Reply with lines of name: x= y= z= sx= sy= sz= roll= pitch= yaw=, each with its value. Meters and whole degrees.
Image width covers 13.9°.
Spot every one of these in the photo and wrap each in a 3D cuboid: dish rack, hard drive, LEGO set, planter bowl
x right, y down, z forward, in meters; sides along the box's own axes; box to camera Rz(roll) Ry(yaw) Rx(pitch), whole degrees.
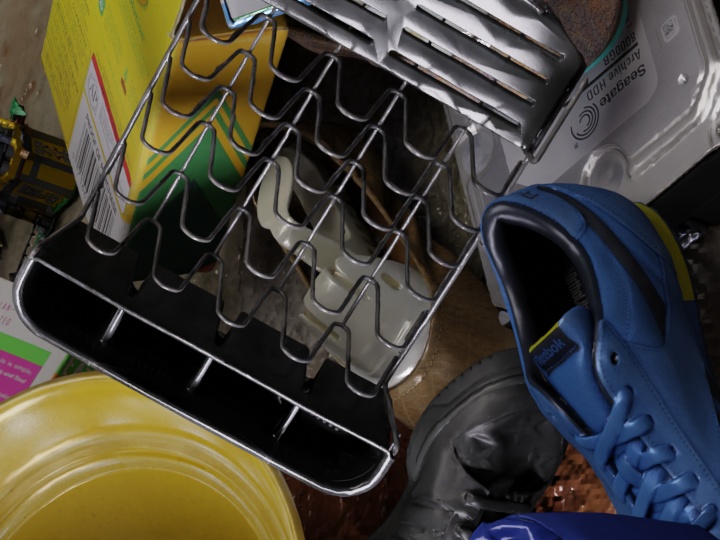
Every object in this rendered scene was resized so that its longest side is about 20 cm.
dish rack: x=-0.018 y=-0.034 z=1.060 sx=0.200 sy=0.153 sz=0.055 roll=-59 pitch=7 yaw=27
hard drive: x=0.087 y=-0.091 z=1.126 sx=0.140 sy=0.038 sz=0.201 roll=-40 pitch=47 yaw=35
LEGO set: x=-0.236 y=-0.009 z=1.434 sx=0.154 sy=0.116 sz=0.201 roll=36 pitch=104 yaw=52
planter bowl: x=-0.092 y=0.146 z=1.141 sx=0.200 sy=0.083 sz=0.201 roll=-9 pitch=68 yaw=23

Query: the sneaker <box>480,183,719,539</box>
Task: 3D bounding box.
sneaker: x=0.095 y=0.058 z=0.997 sx=0.066 sy=0.078 sz=0.201 roll=-40 pitch=61 yaw=32

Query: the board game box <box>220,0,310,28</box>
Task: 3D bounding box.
board game box: x=-0.006 y=-0.206 z=1.064 sx=0.153 sy=0.040 sz=0.201 roll=-17 pitch=93 yaw=14

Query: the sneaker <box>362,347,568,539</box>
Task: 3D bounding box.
sneaker: x=0.032 y=0.132 z=1.083 sx=0.200 sy=0.060 sz=0.104 roll=-55 pitch=37 yaw=29

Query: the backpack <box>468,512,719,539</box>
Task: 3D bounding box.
backpack: x=0.086 y=0.180 z=0.889 sx=0.200 sy=0.162 sz=0.168 roll=46 pitch=122 yaw=42

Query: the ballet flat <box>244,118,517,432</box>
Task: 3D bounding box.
ballet flat: x=0.000 y=0.000 z=1.167 sx=0.068 sy=0.072 sz=0.200 roll=-52 pitch=41 yaw=21

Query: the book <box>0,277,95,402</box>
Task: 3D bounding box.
book: x=-0.209 y=0.086 z=1.241 sx=0.133 sy=0.048 sz=0.200 roll=17 pitch=62 yaw=31

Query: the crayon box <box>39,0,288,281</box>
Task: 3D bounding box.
crayon box: x=-0.081 y=-0.102 z=1.200 sx=0.200 sy=0.051 sz=0.127 roll=111 pitch=146 yaw=-54

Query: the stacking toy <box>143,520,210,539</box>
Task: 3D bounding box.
stacking toy: x=-0.109 y=0.086 z=1.270 sx=0.200 sy=0.085 sz=0.086 roll=35 pitch=103 yaw=48

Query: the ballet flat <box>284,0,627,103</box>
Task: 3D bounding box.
ballet flat: x=0.016 y=-0.104 z=1.135 sx=0.200 sy=0.067 sz=0.068 roll=7 pitch=81 yaw=53
